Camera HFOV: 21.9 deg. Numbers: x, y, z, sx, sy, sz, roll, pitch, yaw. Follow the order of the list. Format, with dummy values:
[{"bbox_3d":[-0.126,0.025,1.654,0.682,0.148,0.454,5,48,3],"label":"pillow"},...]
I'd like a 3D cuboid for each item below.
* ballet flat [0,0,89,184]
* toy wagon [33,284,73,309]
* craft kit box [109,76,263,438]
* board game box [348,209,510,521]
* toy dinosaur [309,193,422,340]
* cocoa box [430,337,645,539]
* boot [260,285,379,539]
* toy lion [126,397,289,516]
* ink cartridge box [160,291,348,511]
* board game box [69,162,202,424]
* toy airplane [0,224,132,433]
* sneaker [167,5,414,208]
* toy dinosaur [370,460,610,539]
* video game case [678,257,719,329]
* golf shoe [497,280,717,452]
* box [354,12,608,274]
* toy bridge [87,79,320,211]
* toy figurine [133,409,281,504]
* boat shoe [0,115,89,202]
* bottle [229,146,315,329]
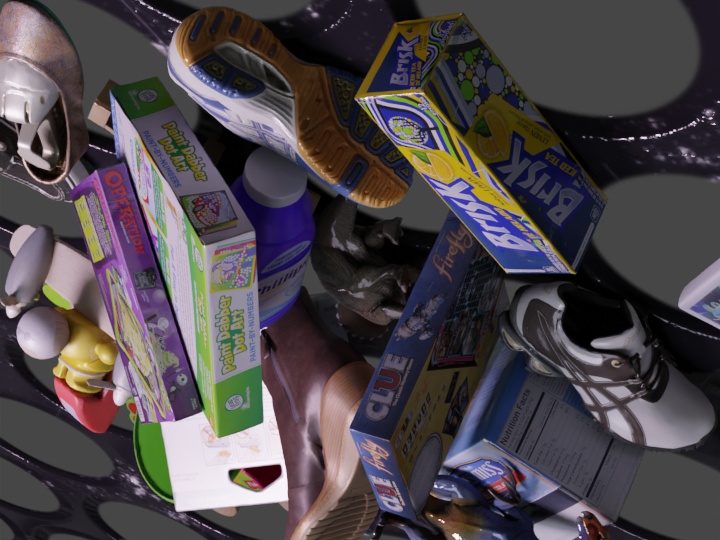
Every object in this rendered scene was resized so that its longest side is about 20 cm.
[{"bbox_3d":[-0.252,-0.132,1.467,0.068,0.067,0.200,18,153,14],"label":"ballet flat"},{"bbox_3d":[-0.227,0.043,1.799,0.200,0.040,0.155,24,153,3],"label":"toy wagon"},{"bbox_3d":[-0.131,-0.010,1.407,0.200,0.048,0.198,91,157,-43],"label":"craft kit box"},{"bbox_3d":[0.057,0.072,1.424,0.035,0.200,0.136,15,152,21],"label":"board game box"},{"bbox_3d":[0.000,0.000,1.483,0.102,0.077,0.200,-2,147,31],"label":"toy dinosaur"},{"bbox_3d":[0.138,0.143,1.559,0.131,0.134,0.200,32,153,-9],"label":"cocoa box"},{"bbox_3d":[-0.044,0.135,1.569,0.166,0.072,0.200,53,132,38],"label":"boot"},{"bbox_3d":[-0.147,0.177,1.963,0.200,0.069,0.192,-5,133,46],"label":"toy lion"},{"bbox_3d":[-0.093,0.118,1.655,0.200,0.174,0.044,-9,-177,32],"label":"ink cartridge box"},{"bbox_3d":[-0.178,0.021,1.462,0.120,0.032,0.201,166,87,-74],"label":"board game box"},{"bbox_3d":[-0.229,0.032,1.600,0.200,0.141,0.200,-27,82,51],"label":"toy airplane"},{"bbox_3d":[-0.049,-0.115,1.335,0.200,0.075,0.088,38,163,-10],"label":"sneaker"},{"bbox_3d":[0.110,0.199,1.492,0.181,0.105,0.200,19,-174,1],"label":"toy dinosaur"},{"bbox_3d":[0.342,0.025,1.295,0.182,0.023,0.200,27,155,-5],"label":"video game case"},{"bbox_3d":[0.204,0.075,1.443,0.200,0.078,0.094,30,153,-13],"label":"golf shoe"},{"bbox_3d":[0.086,-0.081,1.264,0.064,0.070,0.200,0,144,44],"label":"box"},{"bbox_3d":[-0.126,-0.082,1.494,0.200,0.027,0.067,29,154,-8],"label":"toy bridge"},{"bbox_3d":[-0.086,0.144,1.785,0.184,0.200,0.150,20,-149,-50],"label":"toy figurine"},{"bbox_3d":[-0.321,-0.108,1.572,0.200,0.064,0.071,36,152,-21],"label":"boat shoe"},{"bbox_3d":[-0.076,-0.024,1.436,0.065,0.083,0.200,49,154,17],"label":"bottle"}]
